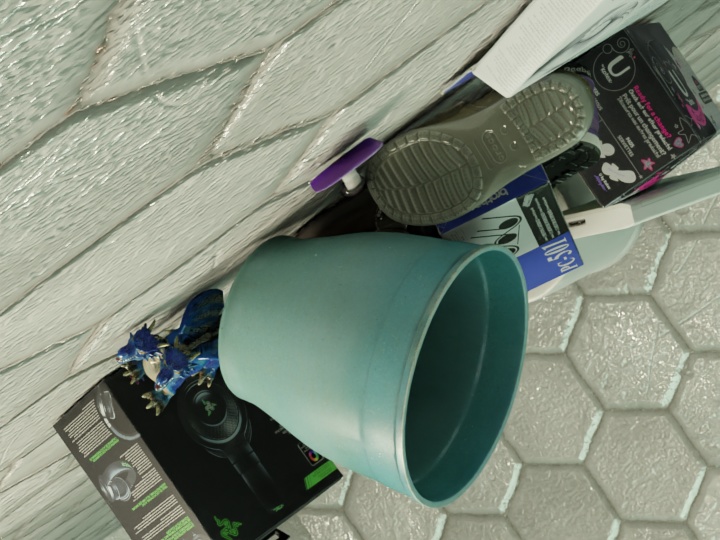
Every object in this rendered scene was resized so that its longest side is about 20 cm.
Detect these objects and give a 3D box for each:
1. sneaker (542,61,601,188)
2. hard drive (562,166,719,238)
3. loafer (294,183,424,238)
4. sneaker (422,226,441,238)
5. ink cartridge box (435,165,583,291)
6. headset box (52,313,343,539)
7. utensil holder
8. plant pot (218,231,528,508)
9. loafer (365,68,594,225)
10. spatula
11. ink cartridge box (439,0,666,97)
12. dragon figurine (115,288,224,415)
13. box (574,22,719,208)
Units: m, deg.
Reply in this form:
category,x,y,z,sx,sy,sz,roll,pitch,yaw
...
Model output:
category,x,y,z,sx,sy,sz,roll,pitch,yaw
sneaker,0.134,-0.113,1.477,0.075,0.088,0.200,12,161,-27
hard drive,0.270,-0.064,1.763,0.131,0.026,0.199,-12,-175,44
loafer,0.016,-0.035,1.464,0.200,0.071,0.073,-38,175,21
sneaker,0.000,0.000,1.535,0.200,0.075,0.088,-41,-156,-5
ink cartridge box,0.119,-0.033,1.450,0.094,0.044,0.200,-26,158,6
headset box,-0.137,0.165,1.574,0.093,0.200,0.174,-39,173,41
utensil holder,0.194,-0.061,1.920,0.170,0.170,0.200,-38,172,30
plant pot,0.002,0.059,1.370,0.200,0.187,0.201,-35,132,-51
loafer,0.093,-0.092,1.325,0.199,0.076,0.070,-21,-171,32
spatula,-0.008,-0.067,1.286,0.056,0.021,0.200,-37,176,-1
ink cartridge box,0.174,-0.191,1.246,0.199,0.041,0.200,-33,174,-34
dragon figurine,-0.125,0.055,1.424,0.200,0.059,0.099,-29,172,-47
box,0.260,-0.150,1.694,0.115,0.132,0.200,-36,176,21
